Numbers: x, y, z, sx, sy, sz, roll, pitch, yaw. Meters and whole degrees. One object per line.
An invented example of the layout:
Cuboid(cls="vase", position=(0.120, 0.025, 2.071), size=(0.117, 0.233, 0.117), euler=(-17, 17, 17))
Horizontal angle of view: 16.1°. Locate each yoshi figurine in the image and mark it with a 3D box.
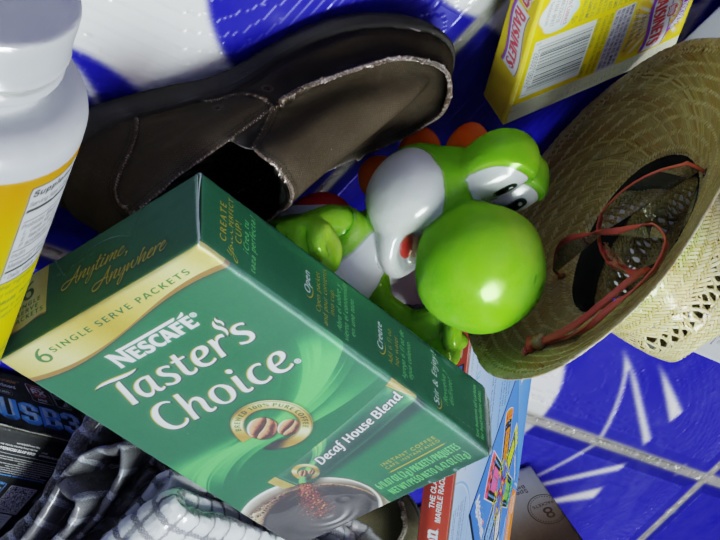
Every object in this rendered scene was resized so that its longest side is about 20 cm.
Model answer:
Cuboid(cls="yoshi figurine", position=(0.002, 0.008, 1.174), size=(0.200, 0.112, 0.112), euler=(-27, -176, 8))

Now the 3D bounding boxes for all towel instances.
Cuboid(cls="towel", position=(-0.104, 0.154, 1.260), size=(0.166, 0.086, 0.200), euler=(-44, 146, 17))

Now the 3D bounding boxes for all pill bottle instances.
Cuboid(cls="pill bottle", position=(-0.175, -0.037, 1.022), size=(0.109, 0.109, 0.200), euler=(-6, 136, -34))

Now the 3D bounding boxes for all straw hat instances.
Cuboid(cls="straw hat", position=(0.142, -0.006, 1.195), size=(0.085, 0.201, 0.201), euler=(37, 109, -19))

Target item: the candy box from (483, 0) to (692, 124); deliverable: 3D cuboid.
Cuboid(cls="candy box", position=(0.118, -0.145, 1.166), size=(0.102, 0.026, 0.200), euler=(-26, 157, -20))

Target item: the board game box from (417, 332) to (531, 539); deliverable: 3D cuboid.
Cuboid(cls="board game box", position=(0.061, 0.086, 1.324), size=(0.103, 0.019, 0.200), euler=(-43, 144, -52))

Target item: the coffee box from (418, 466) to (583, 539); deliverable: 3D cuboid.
Cuboid(cls="coffee box", position=(0.037, 0.207, 1.488), size=(0.200, 0.114, 0.080), euler=(-18, 142, -21))

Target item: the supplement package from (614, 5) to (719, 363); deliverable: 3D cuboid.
Cuboid(cls="supplement package", position=(0.209, -0.062, 1.292), size=(0.200, 0.110, 0.114), euler=(-44, 154, 14))

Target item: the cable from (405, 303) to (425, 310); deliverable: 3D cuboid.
Cuboid(cls="cable", position=(0.026, 0.066, 1.319), size=(0.200, 0.050, 0.097), euler=(20, 88, -70))

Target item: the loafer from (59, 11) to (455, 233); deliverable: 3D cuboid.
Cuboid(cls="loafer", position=(-0.040, -0.053, 1.146), size=(0.200, 0.071, 0.073), euler=(-22, 144, -17))

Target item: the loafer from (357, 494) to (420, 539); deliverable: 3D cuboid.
Cuboid(cls="loafer", position=(-0.056, 0.167, 1.398), size=(0.200, 0.075, 0.070), euler=(-24, 149, -13))

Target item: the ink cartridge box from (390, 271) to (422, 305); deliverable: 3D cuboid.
Cuboid(cls="ink cartridge box", position=(0.030, 0.038, 1.337), size=(0.200, 0.050, 0.161), euler=(-30, 146, -2))

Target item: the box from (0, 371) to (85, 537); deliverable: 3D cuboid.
Cuboid(cls="box", position=(-0.227, 0.130, 1.237), size=(0.199, 0.050, 0.200), euler=(-47, 144, 19))

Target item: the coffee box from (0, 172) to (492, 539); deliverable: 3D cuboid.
Cuboid(cls="coffee box", position=(-0.049, 0.046, 1.133), size=(0.123, 0.044, 0.200), euler=(-28, 133, 28))
